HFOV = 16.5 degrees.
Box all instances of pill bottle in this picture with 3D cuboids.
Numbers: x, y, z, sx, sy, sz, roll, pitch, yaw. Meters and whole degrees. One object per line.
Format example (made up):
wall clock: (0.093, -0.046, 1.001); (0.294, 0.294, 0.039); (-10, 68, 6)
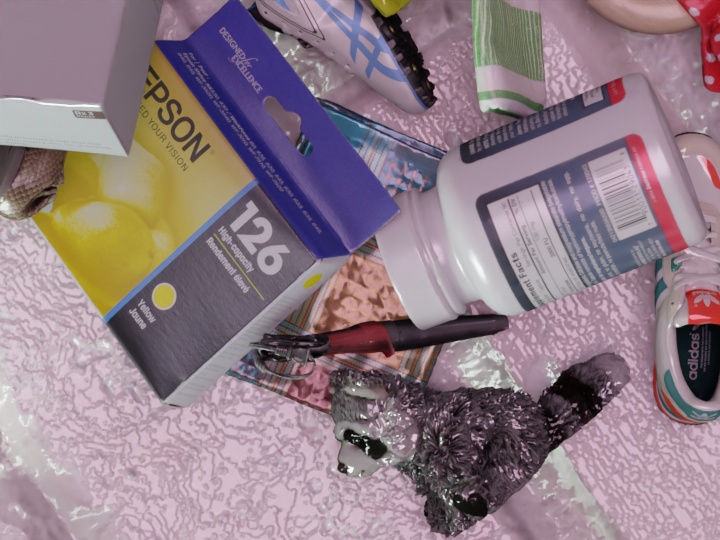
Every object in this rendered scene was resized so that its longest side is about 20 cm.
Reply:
pill bottle: (0.115, -0.039, 1.625); (0.199, 0.120, 0.120); (-22, 90, 11)

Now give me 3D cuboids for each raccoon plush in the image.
raccoon plush: (0.068, 0.083, 1.673); (0.200, 0.097, 0.134); (-40, 94, -30)

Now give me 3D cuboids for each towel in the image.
towel: (0.000, 0.000, 1.697); (0.146, 0.022, 0.201); (22, 89, -1)
towel: (0.097, -0.202, 1.639); (0.023, 0.152, 0.201); (0, 91, 16)

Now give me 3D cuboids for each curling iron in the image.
curling iron: (0.016, 0.049, 1.652); (0.199, 0.050, 0.026); (-5, 109, -34)

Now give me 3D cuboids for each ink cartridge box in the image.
ink cartridge box: (-0.107, -0.048, 1.635); (0.200, 0.047, 0.198); (-43, 71, 14)

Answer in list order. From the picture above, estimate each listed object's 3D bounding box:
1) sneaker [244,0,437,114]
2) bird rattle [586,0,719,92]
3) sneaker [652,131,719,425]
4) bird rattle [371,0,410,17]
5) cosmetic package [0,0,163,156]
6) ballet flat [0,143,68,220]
sneaker: (-0.029, -0.174, 1.677); (0.200, 0.072, 0.072); (44, 105, 0)
bird rattle: (0.220, -0.220, 1.677); (0.162, 0.113, 0.201); (-3, 100, 12)
sneaker: (0.232, 0.006, 1.667); (0.070, 0.093, 0.201); (2, 90, -2)
bird rattle: (-0.017, -0.269, 1.648); (0.199, 0.163, 0.113); (29, 131, 6)
cosmetic package: (-0.187, -0.181, 1.586); (0.112, 0.081, 0.201); (8, 71, 12)
ballet flat: (-0.194, -0.121, 1.642); (0.046, 0.067, 0.201); (30, 66, -26)
